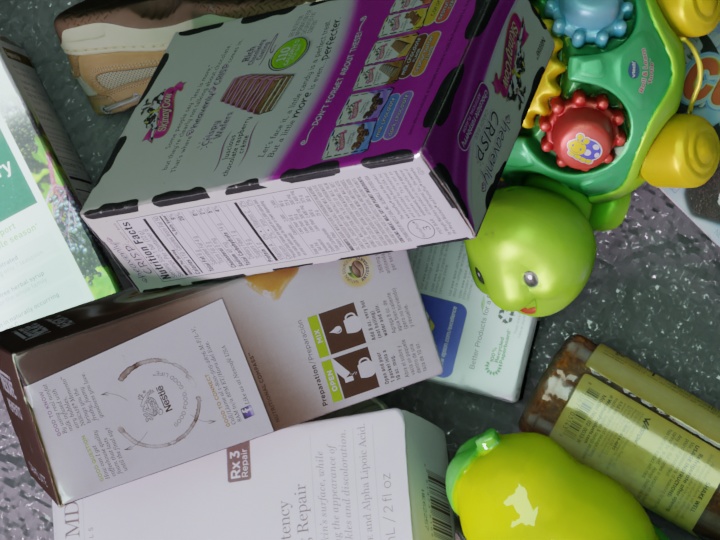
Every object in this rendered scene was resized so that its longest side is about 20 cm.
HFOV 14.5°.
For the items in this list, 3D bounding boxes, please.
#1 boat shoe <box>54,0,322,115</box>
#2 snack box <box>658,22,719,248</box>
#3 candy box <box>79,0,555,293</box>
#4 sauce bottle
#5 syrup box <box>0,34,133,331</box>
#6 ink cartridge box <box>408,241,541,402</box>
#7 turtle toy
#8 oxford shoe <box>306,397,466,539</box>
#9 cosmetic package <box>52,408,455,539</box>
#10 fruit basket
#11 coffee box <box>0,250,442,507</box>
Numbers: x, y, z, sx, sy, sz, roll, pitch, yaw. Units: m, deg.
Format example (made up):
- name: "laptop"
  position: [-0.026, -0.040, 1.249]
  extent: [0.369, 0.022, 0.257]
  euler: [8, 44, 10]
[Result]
- name: "boat shoe"
  position: [-0.067, -0.114, 1.484]
  extent: [0.200, 0.072, 0.076]
  euler: [-2, 111, 39]
- name: "snack box"
  position: [0.214, -0.060, 1.432]
  extent: [0.116, 0.037, 0.200]
  euler: [-46, 58, 5]
- name: "candy box"
  position: [-0.020, -0.067, 1.357]
  extent: [0.200, 0.136, 0.061]
  euler: [-8, 131, 34]
- name: "sauce bottle"
  position: [0.180, 0.106, 1.459]
  extent: [0.200, 0.066, 0.066]
  euler: [32, 94, 9]
- name: "syrup box"
  position: [-0.179, -0.020, 1.509]
  extent: [0.079, 0.081, 0.200]
  euler: [-27, 86, 6]
- name: "ink cartridge box"
  position: [0.000, 0.000, 1.504]
  extent: [0.200, 0.037, 0.095]
  euler: [14, 92, 6]
- name: "turtle toy"
  position: [0.098, -0.077, 1.419]
  extent: [0.146, 0.101, 0.200]
  euler: [3, 92, 43]
- name: "oxford shoe"
  position: [-0.001, 0.115, 1.492]
  extent: [0.075, 0.058, 0.200]
  euler: [-43, 81, 10]
- name: "cosmetic package"
  position: [-0.054, 0.137, 1.441]
  extent: [0.200, 0.074, 0.102]
  euler: [-11, 72, 18]
- name: "fruit basket"
  position: [0.114, 0.177, 1.398]
  extent: [0.216, 0.216, 0.156]
  euler: [26, 93, 8]
- name: "coffee box"
  position: [-0.075, 0.042, 1.408]
  extent: [0.200, 0.114, 0.080]
  euler: [-19, 97, -13]
